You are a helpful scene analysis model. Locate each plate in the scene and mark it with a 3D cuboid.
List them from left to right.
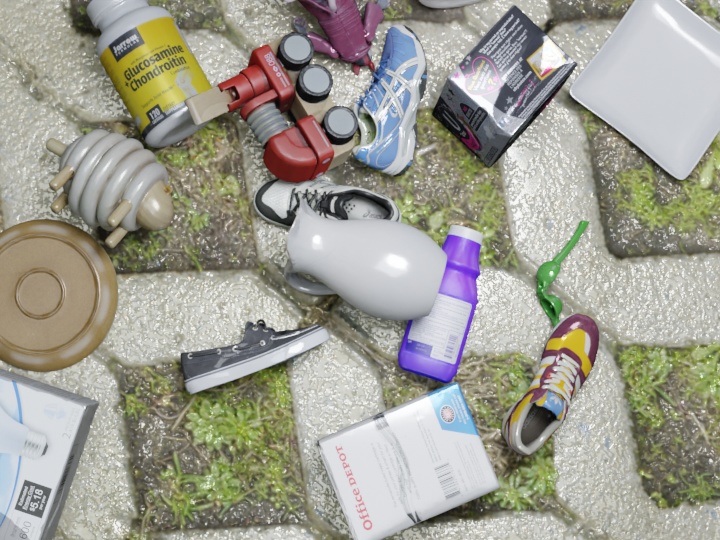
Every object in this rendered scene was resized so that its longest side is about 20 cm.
[{"bbox_3d":[0.413,-0.256,1.794,0.199,0.032,0.201,37,84,2],"label":"plate"}]

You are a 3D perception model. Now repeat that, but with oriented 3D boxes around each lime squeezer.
[{"bbox_3d":[0.266,0.031,1.764,0.070,0.038,0.203,7,82,-35],"label":"lime squeezer"}]

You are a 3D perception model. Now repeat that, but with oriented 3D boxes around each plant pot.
[{"bbox_3d":[-0.418,0.031,1.727,0.198,0.027,0.203,0,85,-3],"label":"plant pot"}]

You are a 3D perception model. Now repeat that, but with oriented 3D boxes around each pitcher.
[{"bbox_3d":[0.000,0.000,1.683,0.198,0.172,0.122,18,62,-1],"label":"pitcher"}]

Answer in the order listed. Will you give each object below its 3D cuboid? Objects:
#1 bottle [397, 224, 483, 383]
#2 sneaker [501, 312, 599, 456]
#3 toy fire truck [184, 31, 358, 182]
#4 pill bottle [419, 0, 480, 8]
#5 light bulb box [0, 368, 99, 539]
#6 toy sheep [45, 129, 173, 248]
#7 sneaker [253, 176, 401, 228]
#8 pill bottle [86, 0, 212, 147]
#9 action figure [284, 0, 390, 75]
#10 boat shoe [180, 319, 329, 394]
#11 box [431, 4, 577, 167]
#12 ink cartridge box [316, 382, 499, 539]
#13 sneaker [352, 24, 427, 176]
[{"bbox_3d":[0.112,0.042,1.733,0.083,0.065,0.202,16,84,2],"label":"bottle"},{"bbox_3d":[0.255,0.151,1.706,0.074,0.090,0.201,27,93,-6],"label":"sneaker"},{"bbox_3d":[-0.123,-0.194,1.683,0.199,0.129,0.177,-27,80,-20],"label":"toy fire truck"},{"bbox_3d":[0.117,-0.462,1.756,0.115,0.116,0.202,-8,85,-4],"label":"pill bottle"},{"bbox_3d":[-0.459,0.228,1.657,0.198,0.125,0.200,18,84,-2],"label":"light bulb box"},{"bbox_3d":[-0.325,-0.114,1.695,0.199,0.138,0.139,33,84,6],"label":"toy sheep"},{"bbox_3d":[-0.043,-0.090,1.728,0.198,0.088,0.077,6,86,-1],"label":"sneaker"},{"bbox_3d":[-0.275,-0.271,1.720,0.111,0.112,0.201,-30,87,-5],"label":"pill bottle"},{"bbox_3d":[-0.023,-0.337,1.722,0.133,0.149,0.201,-30,119,3],"label":"action figure"},{"bbox_3d":[-0.141,0.099,1.718,0.198,0.070,0.067,-20,87,3],"label":"boat shoe"},{"bbox_3d":[0.178,-0.232,1.695,0.115,0.200,0.132,43,84,3],"label":"box"},{"bbox_3d":[0.058,0.249,1.700,0.198,0.084,0.146,-22,85,-6],"label":"ink cartridge box"},{"bbox_3d":[0.037,-0.230,1.742,0.076,0.076,0.202,9,81,-27],"label":"sneaker"}]
